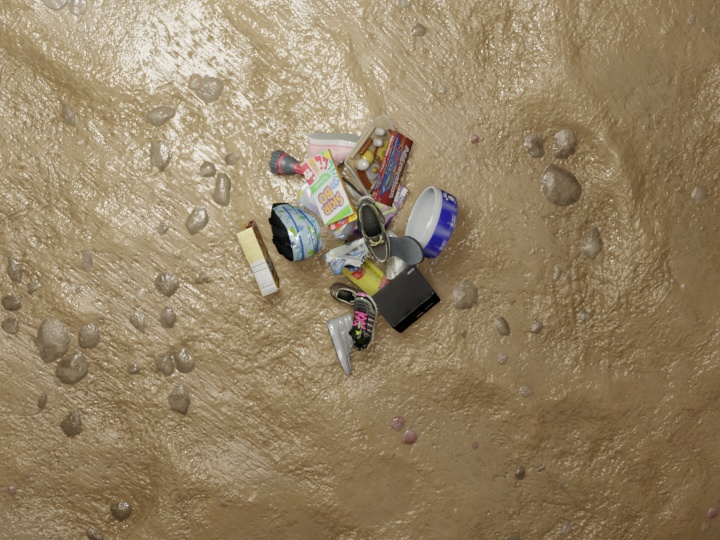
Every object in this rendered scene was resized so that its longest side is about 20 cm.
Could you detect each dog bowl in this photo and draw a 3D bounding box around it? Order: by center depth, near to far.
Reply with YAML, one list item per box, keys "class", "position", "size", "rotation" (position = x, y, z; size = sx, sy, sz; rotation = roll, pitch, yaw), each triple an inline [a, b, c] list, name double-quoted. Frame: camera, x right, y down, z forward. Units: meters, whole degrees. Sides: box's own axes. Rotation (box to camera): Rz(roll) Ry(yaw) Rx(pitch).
- class: "dog bowl"
  position: [0.208, -0.142, 1.644]
  size: [0.077, 0.201, 0.205]
  rotation: [18, 103, -15]

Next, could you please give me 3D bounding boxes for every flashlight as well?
- class: "flashlight"
  position: [-0.164, -0.290, 1.577]
  size: [0.195, 0.069, 0.069]
  rotation: [18, 145, 18]

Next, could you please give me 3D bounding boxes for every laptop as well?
- class: "laptop"
  position: [0.146, 0.093, 1.752]
  size: [0.176, 0.200, 0.104]
  rotation: [-39, 69, 5]

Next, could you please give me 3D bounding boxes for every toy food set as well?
- class: "toy food set"
  position: [0.049, -0.321, 1.591]
  size: [0.202, 0.060, 0.144]
  rotation: [-55, 133, -16]

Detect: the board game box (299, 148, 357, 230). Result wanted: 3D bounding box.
- class: "board game box"
  position: [-0.087, -0.219, 1.525]
  size: [0.093, 0.030, 0.204]
  rotation: [-20, 99, 22]

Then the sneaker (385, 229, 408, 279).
- class: "sneaker"
  position: [0.107, -0.024, 1.713]
  size: [0.084, 0.072, 0.204]
  rotation: [-37, 114, -25]

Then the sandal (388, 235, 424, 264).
- class: "sandal"
  position: [0.126, -0.068, 1.605]
  size: [0.042, 0.199, 0.079]
  rotation: [-10, 107, -29]

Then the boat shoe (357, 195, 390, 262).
- class: "boat shoe"
  position: [0.037, -0.108, 1.585]
  size: [0.070, 0.061, 0.206]
  rotation: [-16, 112, 9]

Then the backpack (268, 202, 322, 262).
- class: "backpack"
  position: [-0.190, -0.104, 1.602]
  size: [0.149, 0.200, 0.168]
  rotation: [-8, 106, -6]

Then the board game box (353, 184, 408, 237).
- class: "board game box"
  position: [0.049, -0.192, 1.699]
  size: [0.118, 0.032, 0.203]
  rotation: [28, 100, -17]

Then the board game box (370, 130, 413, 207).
- class: "board game box"
  position: [0.092, -0.293, 1.612]
  size: [0.019, 0.102, 0.205]
  rotation: [22, 98, 32]

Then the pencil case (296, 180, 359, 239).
- class: "pencil case"
  position: [-0.097, -0.181, 1.608]
  size: [0.199, 0.084, 0.091]
  rotation: [41, 71, 15]

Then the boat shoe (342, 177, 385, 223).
- class: "boat shoe"
  position: [-0.010, -0.193, 1.646]
  size: [0.199, 0.075, 0.072]
  rotation: [43, 105, 13]

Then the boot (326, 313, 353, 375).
- class: "boot"
  position: [-0.038, 0.239, 1.788]
  size: [0.093, 0.074, 0.205]
  rotation: [-21, 114, -10]

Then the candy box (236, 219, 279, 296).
- class: "candy box"
  position: [-0.304, -0.038, 1.649]
  size: [0.054, 0.116, 0.205]
  rotation: [-21, 107, 0]

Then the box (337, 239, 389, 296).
- class: "box"
  position: [0.000, 0.000, 1.717]
  size: [0.199, 0.076, 0.050]
  rotation: [42, 138, -16]

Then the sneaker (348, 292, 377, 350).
- class: "sneaker"
  position: [0.005, 0.165, 1.692]
  size: [0.072, 0.088, 0.205]
  rotation: [13, 127, 19]

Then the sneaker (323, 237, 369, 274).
- class: "sneaker"
  position: [-0.018, -0.041, 1.648]
  size: [0.196, 0.077, 0.087]
  rotation: [-22, 90, -30]

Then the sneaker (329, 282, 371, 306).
- class: "sneaker"
  position: [-0.004, 0.095, 1.747]
  size: [0.194, 0.076, 0.072]
  rotation: [14, 104, -11]

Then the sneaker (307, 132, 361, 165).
- class: "sneaker"
  position: [-0.063, -0.342, 1.623]
  size: [0.194, 0.076, 0.107]
  rotation: [-1, 122, -16]
